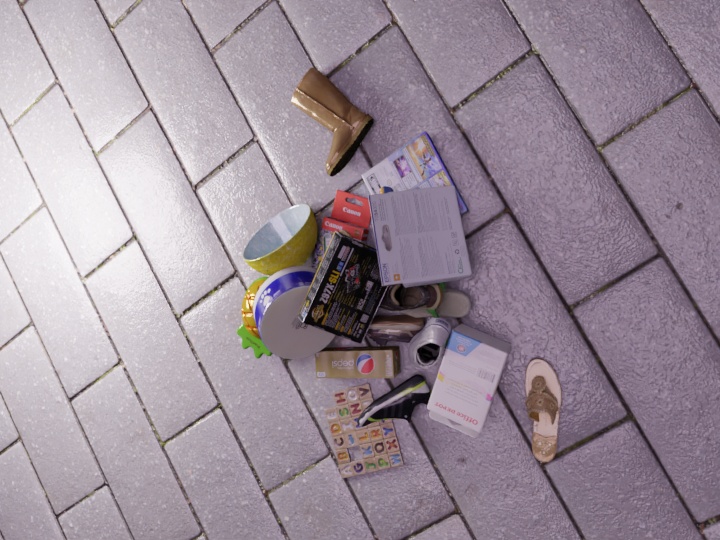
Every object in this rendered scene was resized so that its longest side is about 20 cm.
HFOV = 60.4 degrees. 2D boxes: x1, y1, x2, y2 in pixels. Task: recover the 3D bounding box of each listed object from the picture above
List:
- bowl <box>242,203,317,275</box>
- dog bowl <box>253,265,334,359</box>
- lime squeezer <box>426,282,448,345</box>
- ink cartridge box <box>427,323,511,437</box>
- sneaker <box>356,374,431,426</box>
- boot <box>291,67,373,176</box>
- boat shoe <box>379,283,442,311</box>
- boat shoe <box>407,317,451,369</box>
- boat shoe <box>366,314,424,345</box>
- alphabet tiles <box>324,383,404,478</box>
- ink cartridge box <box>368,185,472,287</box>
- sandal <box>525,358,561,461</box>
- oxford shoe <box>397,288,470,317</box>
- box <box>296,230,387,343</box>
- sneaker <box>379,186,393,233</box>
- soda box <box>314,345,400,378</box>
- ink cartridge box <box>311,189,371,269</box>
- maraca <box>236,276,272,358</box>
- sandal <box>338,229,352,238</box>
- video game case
[{"bbox_3d":[-0.170,-0.050,1.453,0.196,0.202,0.109,-27,117,17],"label":"bowl"},{"bbox_3d":[-0.143,0.098,1.409,0.201,0.198,0.079,-49,36,12],"label":"dog bowl"},{"bbox_3d":[0.177,0.056,1.336,0.069,0.037,0.207,14,98,23],"label":"lime squeezer"},{"bbox_3d":[0.233,0.240,1.341,0.125,0.125,0.206,21,99,16],"label":"ink cartridge box"},{"bbox_3d":[0.081,0.320,1.417,0.197,0.072,0.084,-34,84,12],"label":"sneaker"},{"bbox_3d":[-0.087,-0.348,1.461,0.198,0.066,0.177,38,90,12],"label":"boot"},{"bbox_3d":[0.089,0.050,1.349,0.196,0.064,0.076,-7,77,47],"label":"boat shoe"},{"bbox_3d":[0.139,0.176,1.341,0.071,0.202,0.067,20,56,5],"label":"boat shoe"},{"bbox_3d":[0.053,0.141,1.425,0.193,0.072,0.067,-3,102,15],"label":"boat shoe"},{"bbox_3d":[0.003,0.382,1.483,0.162,0.008,0.207,-17,87,18],"label":"alphabet tiles"},{"bbox_3d":[0.122,-0.070,1.301,0.193,0.043,0.203,-7,75,-7],"label":"ink cartridge box"},{"bbox_3d":[0.389,0.302,1.313,0.075,0.069,0.220,-2,91,17],"label":"sandal"},{"bbox_3d":[0.157,0.068,1.397,0.194,0.057,0.078,6,98,23],"label":"oxford shoe"},{"bbox_3d":[-0.026,0.039,1.333,0.156,0.049,0.205,21,98,-28],"label":"box"},{"bbox_3d":[0.102,-0.095,1.365,0.086,0.075,0.206,-19,88,1],"label":"sneaker"},{"bbox_3d":[-0.006,0.215,1.448,0.193,0.067,0.067,-3,91,18],"label":"soda box"},{"bbox_3d":[-0.041,-0.078,1.458,0.106,0.050,0.207,17,98,16],"label":"ink cartridge box"},{"bbox_3d":[-0.236,0.114,1.501,0.135,0.106,0.205,30,109,21],"label":"maraca"},{"bbox_3d":[-0.004,-0.001,1.411,0.076,0.069,0.219,8,118,44],"label":"sandal"},{"bbox_3d":[0.123,-0.176,1.405,0.178,0.045,0.204,-30,83,18],"label":"video game case"}]
